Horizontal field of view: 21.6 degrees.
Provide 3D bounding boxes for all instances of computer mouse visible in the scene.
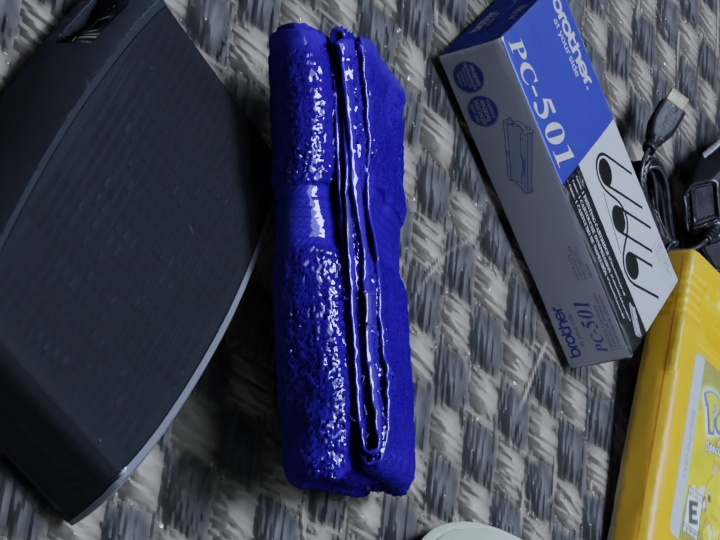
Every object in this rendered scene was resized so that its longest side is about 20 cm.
[{"bbox_3d":[0.223,-0.064,1.237,0.200,0.046,0.141,-45,122,-37],"label":"computer mouse"}]

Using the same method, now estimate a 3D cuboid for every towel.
[{"bbox_3d":[0.000,0.000,0.853,0.148,0.049,0.201,29,58,-73],"label":"towel"}]

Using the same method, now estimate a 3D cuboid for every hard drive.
[{"bbox_3d":[-0.100,-0.014,0.760,0.135,0.042,0.201,54,41,-31],"label":"hard drive"}]

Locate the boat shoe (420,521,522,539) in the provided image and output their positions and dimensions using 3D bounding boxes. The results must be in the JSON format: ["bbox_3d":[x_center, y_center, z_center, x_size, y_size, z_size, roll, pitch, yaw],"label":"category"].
[{"bbox_3d":[0.041,0.173,0.908,0.200,0.073,0.062,-11,132,-62],"label":"boat shoe"}]

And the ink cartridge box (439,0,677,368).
[{"bbox_3d":[0.117,-0.055,1.078,0.094,0.044,0.201,-47,118,-52],"label":"ink cartridge box"}]

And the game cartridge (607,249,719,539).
[{"bbox_3d":[0.222,0.114,1.170,0.176,0.032,0.201,37,60,-44],"label":"game cartridge"}]
